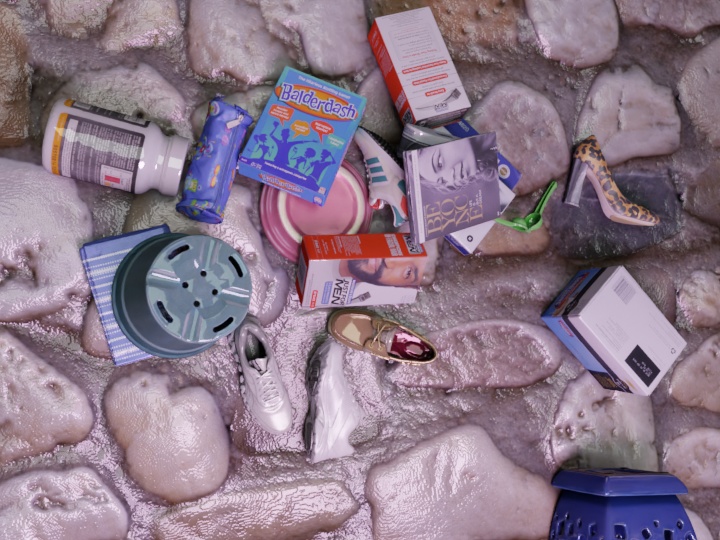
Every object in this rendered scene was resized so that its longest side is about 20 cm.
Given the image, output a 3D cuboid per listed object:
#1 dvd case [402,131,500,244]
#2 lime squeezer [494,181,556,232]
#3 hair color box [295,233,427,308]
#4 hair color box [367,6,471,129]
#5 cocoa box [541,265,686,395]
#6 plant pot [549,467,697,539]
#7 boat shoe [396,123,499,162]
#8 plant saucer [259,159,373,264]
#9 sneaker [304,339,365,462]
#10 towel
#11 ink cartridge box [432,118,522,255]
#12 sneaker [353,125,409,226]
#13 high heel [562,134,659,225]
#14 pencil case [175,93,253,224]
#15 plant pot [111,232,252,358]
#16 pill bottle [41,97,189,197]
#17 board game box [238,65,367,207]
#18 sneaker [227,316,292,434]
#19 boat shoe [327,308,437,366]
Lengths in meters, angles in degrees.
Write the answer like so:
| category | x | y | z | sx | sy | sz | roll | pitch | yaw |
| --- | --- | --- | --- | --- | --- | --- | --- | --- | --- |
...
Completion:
| category | x | y | z | sx | sy | sz | roll | pitch | yaw |
| --- | --- | --- | --- | --- | --- | --- | --- | --- | --- |
| dvd case | 0.155 | -0.138 | 1.181 | 0.199 | 0.016 | 0.150 | -18 | 110 | -32 |
| lime squeezer | 0.301 | -0.100 | 1.315 | 0.199 | 0.038 | 0.071 | -23 | 127 | -33 |
| hair color box | 0.000 | 0.000 | 1.187 | 0.198 | 0.112 | 0.064 | -3 | 45 | -17 |
| hair color box | 0.101 | -0.350 | 1.259 | 0.110 | 0.064 | 0.202 | -17 | 78 | -17 |
| cocoa box | 0.461 | 0.110 | 1.315 | 0.200 | 0.131 | 0.133 | 47 | 75 | -9 |
| plant pot | 0.457 | 0.445 | 1.265 | 0.198 | 0.200 | 0.182 | 3 | 79 | -16 |
| boat shoe | 0.150 | -0.195 | 1.235 | 0.198 | 0.072 | 0.068 | 9 | 113 | -33 |
| plant saucer | -0.070 | -0.107 | 1.217 | 0.198 | 0.051 | 0.203 | 1 | 86 | -17 |
| sneaker | -0.039 | 0.216 | 1.200 | 0.098 | 0.078 | 0.202 | 3 | 94 | -23 |
| towel | -0.349 | 0.037 | 1.144 | 0.144 | 0.024 | 0.202 | -16 | 93 | -19 |
| ink cartridge box | 0.181 | -0.166 | 1.299 | 0.199 | 0.041 | 0.201 | 40 | 76 | -10 |
| sneaker | 0.031 | -0.159 | 1.220 | 0.094 | 0.070 | 0.200 | -48 | 66 | 17 |
| high heel | 0.496 | -0.170 | 1.373 | 0.198 | 0.071 | 0.144 | 16 | 88 | -6 |
| pencil case | -0.232 | -0.176 | 1.156 | 0.078 | 0.087 | 0.202 | 21 | 81 | -34 |
| plant pot | -0.255 | 0.031 | 1.062 | 0.198 | 0.196 | 0.203 | 3 | 84 | -25 |
| pill bottle | -0.371 | -0.182 | 1.099 | 0.198 | 0.116 | 0.118 | 14 | 83 | -15 |
| board game box | -0.093 | -0.223 | 1.183 | 0.151 | 0.045 | 0.201 | 21 | 68 | 1 |
| sneaker | -0.160 | 0.173 | 1.158 | 0.075 | 0.081 | 0.202 | -22 | 94 | -18 |
| boat shoe | 0.043 | 0.113 | 1.227 | 0.198 | 0.066 | 0.075 | 16 | 82 | -15 |
